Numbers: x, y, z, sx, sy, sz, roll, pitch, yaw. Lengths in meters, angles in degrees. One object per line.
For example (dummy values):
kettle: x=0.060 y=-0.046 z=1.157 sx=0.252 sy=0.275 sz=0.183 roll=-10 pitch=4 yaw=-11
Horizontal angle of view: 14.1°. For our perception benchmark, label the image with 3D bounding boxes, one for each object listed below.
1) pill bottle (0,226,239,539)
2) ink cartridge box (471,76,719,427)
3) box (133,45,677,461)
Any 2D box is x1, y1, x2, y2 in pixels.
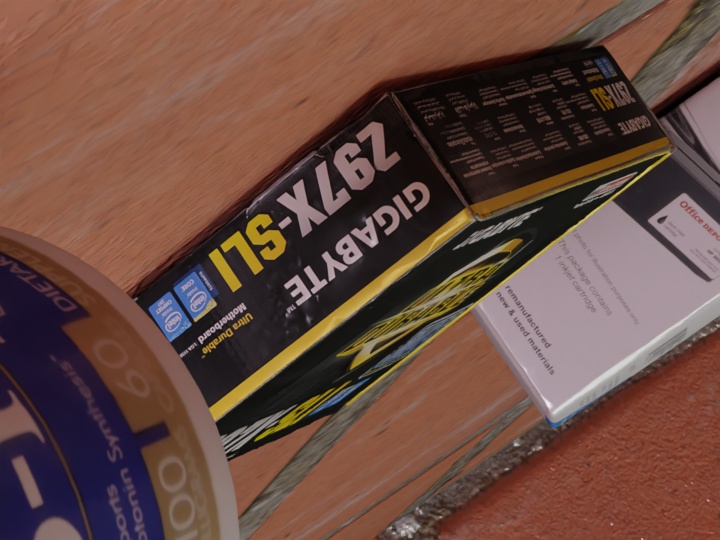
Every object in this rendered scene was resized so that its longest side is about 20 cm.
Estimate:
pill bottle: x=-0.114 y=0.063 z=0.484 sx=0.120 sy=0.120 sz=0.200 roll=-39 pitch=173 yaw=25
ink cartridge box: x=0.145 y=-0.020 z=1.311 sx=0.200 sy=0.084 sz=0.145 roll=-35 pitch=174 yaw=0
box: x=0.000 y=0.000 z=0.911 sx=0.159 sy=0.049 sz=0.200 roll=-37 pitch=173 yaw=22
